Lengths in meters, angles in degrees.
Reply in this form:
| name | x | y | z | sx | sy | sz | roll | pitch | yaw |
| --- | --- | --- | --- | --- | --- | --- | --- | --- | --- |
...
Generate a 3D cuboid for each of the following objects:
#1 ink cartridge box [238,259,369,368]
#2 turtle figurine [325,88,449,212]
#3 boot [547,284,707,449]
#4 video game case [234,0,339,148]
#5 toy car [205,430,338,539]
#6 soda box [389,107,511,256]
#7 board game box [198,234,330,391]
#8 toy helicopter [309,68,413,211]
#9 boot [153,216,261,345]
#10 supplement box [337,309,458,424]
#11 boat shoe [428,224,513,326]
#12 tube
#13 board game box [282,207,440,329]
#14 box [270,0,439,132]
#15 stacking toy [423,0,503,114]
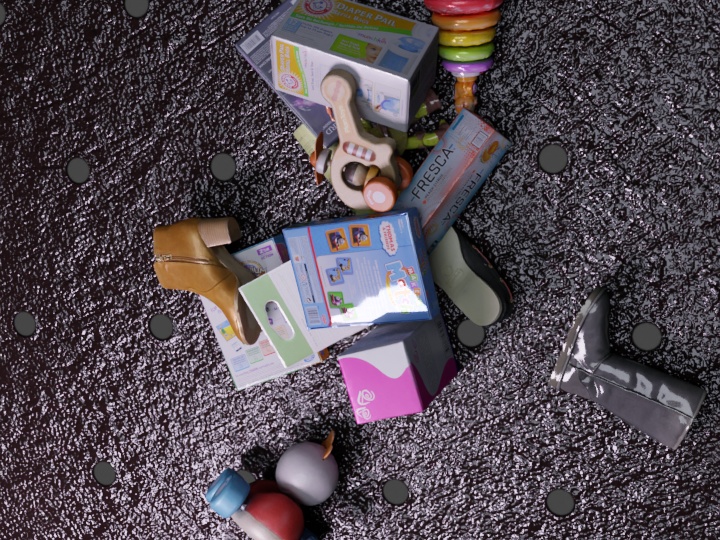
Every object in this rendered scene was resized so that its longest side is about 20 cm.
| name | x | y | z | sx | sy | sz | roll | pitch | yaw |
| --- | --- | --- | --- | --- | --- | --- | --- | --- | --- |
| ink cartridge box | -0.055 | 0.034 | 1.720 | 0.200 | 0.048 | 0.146 | -28 | 101 | 10 |
| turtle figurine | 0.039 | -0.191 | 1.638 | 0.161 | 0.064 | 0.200 | -27 | 96 | -3 |
| boot | 0.376 | 0.133 | 1.619 | 0.200 | 0.073 | 0.182 | 26 | 120 | 19 |
| video game case | -0.061 | -0.293 | 1.682 | 0.143 | 0.019 | 0.200 | -41 | 86 | -2 |
| toy car | -0.099 | 0.325 | 1.784 | 0.184 | 0.177 | 0.200 | 40 | 80 | -6 |
| soda box | 0.118 | -0.121 | 1.630 | 0.064 | 0.068 | 0.200 | 41 | 99 | 30 |
| board game box | -0.153 | 0.065 | 1.790 | 0.153 | 0.040 | 0.200 | -20 | 93 | 20 |
| toy helicopter | -0.018 | -0.172 | 1.574 | 0.132 | 0.079 | 0.200 | -2 | 120 | 26 |
| boot | -0.231 | 0.020 | 1.757 | 0.144 | 0.071 | 0.201 | -10 | 96 | 26 |
| supplement box | 0.057 | 0.132 | 1.651 | 0.103 | 0.200 | 0.101 | -14 | 95 | 19 |
| boat shoe | 0.139 | -0.006 | 1.674 | 0.074 | 0.063 | 0.201 | -45 | 70 | 24 |
| tube | -0.019 | -0.134 | 1.705 | 0.052 | 0.058 | 0.200 | -37 | 89 | 10 |
| board game box | 0.000 | 0.000 | 1.627 | 0.200 | 0.037 | 0.151 | -6 | 104 | 31 |
| box | -0.008 | -0.285 | 1.587 | 0.200 | 0.113 | 0.101 | 20 | 146 | 13 |
| stacking toy | 0.143 | -0.304 | 1.607 | 0.110 | 0.116 | 0.200 | 4 | 112 | 20 |
